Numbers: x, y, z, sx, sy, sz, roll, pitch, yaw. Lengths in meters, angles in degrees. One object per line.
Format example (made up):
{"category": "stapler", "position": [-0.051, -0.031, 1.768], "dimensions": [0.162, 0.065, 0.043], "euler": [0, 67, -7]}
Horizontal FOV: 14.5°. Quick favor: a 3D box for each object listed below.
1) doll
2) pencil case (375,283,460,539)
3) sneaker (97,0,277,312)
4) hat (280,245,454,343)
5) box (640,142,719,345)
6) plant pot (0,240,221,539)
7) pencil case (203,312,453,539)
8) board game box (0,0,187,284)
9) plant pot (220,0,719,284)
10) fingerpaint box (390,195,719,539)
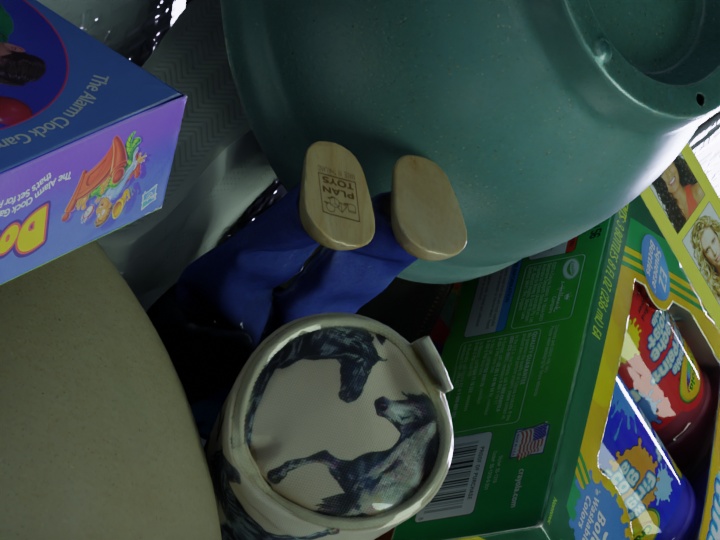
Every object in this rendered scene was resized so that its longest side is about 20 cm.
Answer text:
{"category": "doll", "position": [-0.050, 0.023, 1.060], "dimensions": [0.136, 0.049, 0.200], "euler": [7, 145, -34]}
{"category": "pencil case", "position": [0.018, 0.085, 1.227], "dimensions": [0.088, 0.088, 0.200], "euler": [93, 2, -48]}
{"category": "sneaker", "position": [-0.062, -0.041, 1.125], "dimensions": [0.200, 0.074, 0.116], "euler": [-39, 161, -33]}
{"category": "hat", "position": [0.000, 0.000, 1.189], "dimensions": [0.201, 0.081, 0.201], "euler": [-54, -176, 6]}
{"category": "box", "position": [0.101, -0.052, 1.257], "dimensions": [0.050, 0.075, 0.200], "euler": [-51, 120, -37]}
{"category": "plant pot", "position": [-0.144, 0.048, 0.963], "dimensions": [0.200, 0.200, 0.135], "euler": [23, 66, -65]}
{"category": "pencil case", "position": [-0.019, 0.078, 1.035], "dimensions": [0.089, 0.078, 0.200], "euler": [-38, 172, -20]}
{"category": "board game box", "position": [-0.169, -0.037, 0.840], "dimensions": [0.200, 0.134, 0.045], "euler": [-28, 143, -46]}
{"category": "plant pot", "position": [0.066, -0.103, 1.073], "dimensions": [0.200, 0.134, 0.201], "euler": [11, 75, -43]}
{"category": "fingerpaint box", "position": [0.099, 0.087, 1.183], "dimensions": [0.167, 0.073, 0.200], "euler": [56, 35, -35]}
